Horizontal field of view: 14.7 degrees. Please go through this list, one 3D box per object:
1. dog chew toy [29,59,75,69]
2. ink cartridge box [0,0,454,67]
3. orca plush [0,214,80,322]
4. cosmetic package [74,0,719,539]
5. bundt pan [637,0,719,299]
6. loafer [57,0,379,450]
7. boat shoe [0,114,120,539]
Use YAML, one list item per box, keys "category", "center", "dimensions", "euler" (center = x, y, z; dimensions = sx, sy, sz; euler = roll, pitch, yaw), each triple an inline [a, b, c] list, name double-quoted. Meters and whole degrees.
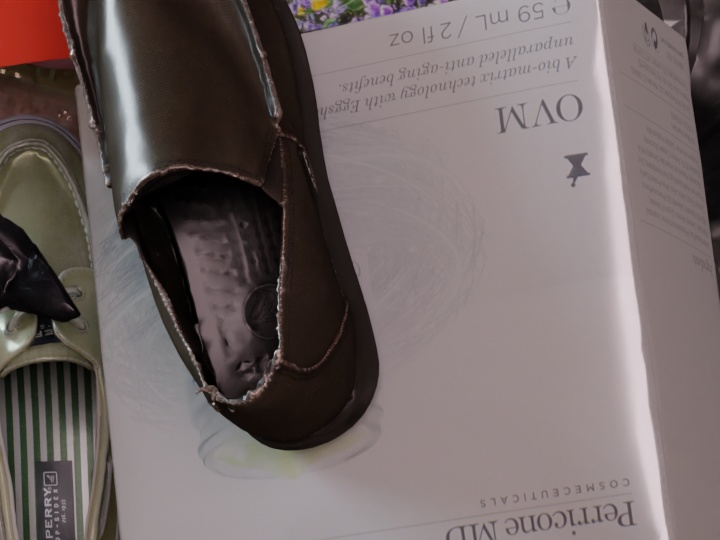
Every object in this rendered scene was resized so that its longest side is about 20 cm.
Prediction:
- category: "dog chew toy"
  center: [-0.154, -0.163, 1.090]
  dimensions: [0.200, 0.125, 0.125]
  euler: [28, 75, 7]
- category: "ink cartridge box"
  center: [-0.040, -0.134, 0.984]
  dimensions: [0.200, 0.050, 0.109]
  euler: [-9, 94, -20]
- category: "orca plush"
  center: [-0.186, 0.069, 1.013]
  dimensions: [0.200, 0.071, 0.105]
  euler: [-33, 102, 7]
- category: "cosmetic package"
  center: [0.019, 0.020, 0.992]
  dimensions: [0.199, 0.123, 0.201]
  euler: [-11, 80, 20]
- category: "bundt pan"
  center: [0.119, -0.039, 1.103]
  dimensions: [0.201, 0.076, 0.202]
  euler: [4, 74, -14]
- category: "loafer"
  center: [-0.049, -0.039, 0.913]
  dimensions: [0.073, 0.071, 0.200]
  euler: [-26, 81, 14]
- category: "boat shoe"
  center: [-0.117, 0.033, 1.074]
  dimensions: [0.072, 0.062, 0.201]
  euler: [-6, 78, -9]
